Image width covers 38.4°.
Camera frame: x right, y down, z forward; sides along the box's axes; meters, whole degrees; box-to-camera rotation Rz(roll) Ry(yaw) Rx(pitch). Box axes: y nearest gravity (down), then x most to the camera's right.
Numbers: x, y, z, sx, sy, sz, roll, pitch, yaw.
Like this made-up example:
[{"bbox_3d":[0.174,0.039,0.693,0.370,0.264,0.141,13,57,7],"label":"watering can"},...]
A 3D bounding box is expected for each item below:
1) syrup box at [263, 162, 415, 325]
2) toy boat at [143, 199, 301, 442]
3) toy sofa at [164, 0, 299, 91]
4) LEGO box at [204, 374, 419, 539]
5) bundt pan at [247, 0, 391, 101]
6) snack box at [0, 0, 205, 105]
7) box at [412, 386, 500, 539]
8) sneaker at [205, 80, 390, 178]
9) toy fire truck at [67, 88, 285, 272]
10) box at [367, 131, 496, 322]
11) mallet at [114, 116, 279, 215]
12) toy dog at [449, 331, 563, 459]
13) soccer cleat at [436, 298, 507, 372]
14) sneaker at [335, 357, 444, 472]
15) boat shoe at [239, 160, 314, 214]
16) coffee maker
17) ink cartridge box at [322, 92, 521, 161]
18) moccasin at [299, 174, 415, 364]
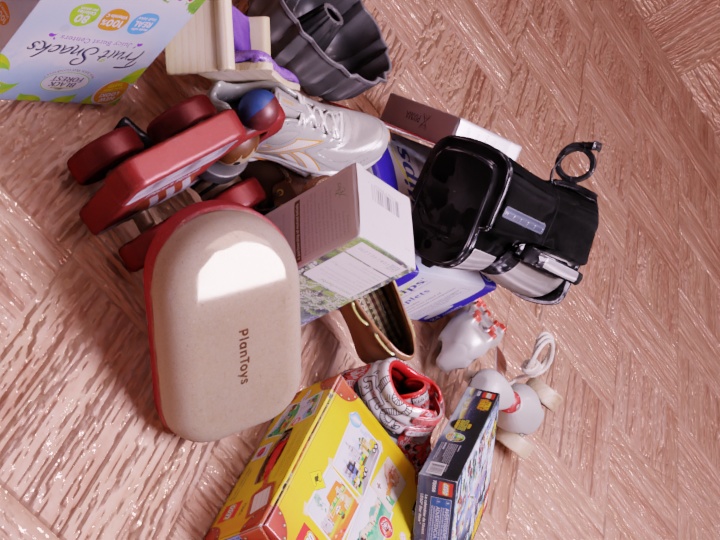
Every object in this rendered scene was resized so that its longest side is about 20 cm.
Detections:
[{"bbox_3d":[-0.053,-0.009,0.933,0.079,0.200,0.082,30,45,-42],"label":"syrup box"},{"bbox_3d":[-0.127,0.033,0.864,0.130,0.131,0.201,-17,124,-31],"label":"toy boat"},{"bbox_3d":[-0.120,-0.223,1.009,0.200,0.097,0.083,-32,119,-83],"label":"toy sofa"},{"bbox_3d":[-0.032,0.215,0.912,0.149,0.077,0.200,53,33,-15],"label":"LEGO box"},{"bbox_3d":[-0.056,-0.285,1.242,0.202,0.076,0.202,35,35,-29],"label":"bundt pan"},{"bbox_3d":[-0.220,-0.223,0.847,0.168,0.200,0.068,-11,67,-56],"label":"snack box"},{"bbox_3d":[0.095,0.218,1.018,0.200,0.040,0.138,-43,141,-64],"label":"box"},{"bbox_3d":[-0.062,-0.141,1.009,0.199,0.092,0.076,2,70,-15],"label":"sneaker"},{"bbox_3d":[-0.141,-0.092,0.873,0.200,0.168,0.112,-32,95,-33],"label":"toy fire truck"},{"bbox_3d":[0.046,-0.050,1.199,0.200,0.105,0.185,9,59,-52],"label":"box"},{"bbox_3d":[-0.156,-0.073,0.997,0.200,0.066,0.041,33,39,-17],"label":"mallet"},{"bbox_3d":[0.164,0.145,1.229,0.132,0.096,0.200,-44,143,-20],"label":"toy dog"},{"bbox_3d":[0.131,0.080,1.271,0.069,0.078,0.200,50,11,5],"label":"soccer cleat"},{"bbox_3d":[0.050,0.175,1.033,0.202,0.108,0.067,53,33,-15],"label":"sneaker"},{"bbox_3d":[-0.075,-0.065,1.067,0.200,0.072,0.068,54,40,-7],"label":"boat shoe"},{"bbox_3d":[0.159,-0.076,1.129,0.200,0.134,0.193,20,73,-47],"label":"coffee maker"},{"bbox_3d":[0.070,-0.178,1.235,0.176,0.045,0.200,19,9,-27],"label":"ink cartridge box"},{"bbox_3d":[-0.001,0.001,1.021,0.073,0.078,0.202,-22,95,-37],"label":"moccasin"}]
